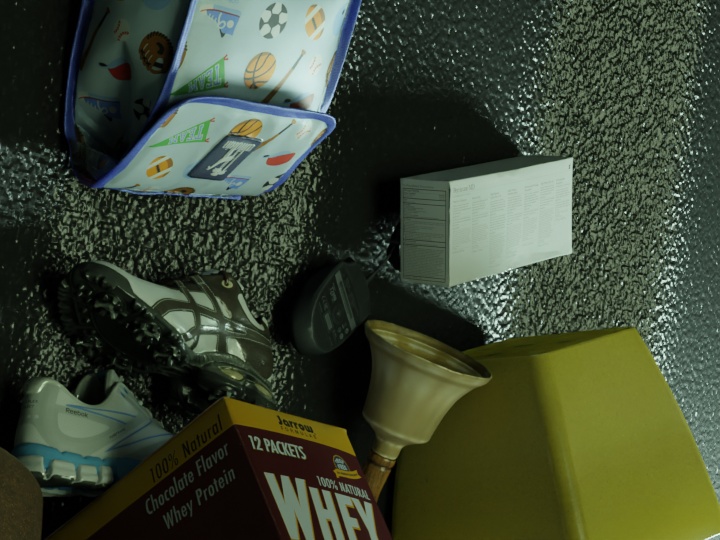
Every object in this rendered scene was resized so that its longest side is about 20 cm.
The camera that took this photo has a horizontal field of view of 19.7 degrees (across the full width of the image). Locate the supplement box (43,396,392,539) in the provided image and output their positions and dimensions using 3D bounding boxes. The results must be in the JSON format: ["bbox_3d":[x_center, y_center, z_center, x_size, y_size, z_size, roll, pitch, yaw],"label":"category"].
[{"bbox_3d":[-0.080,0.224,1.307,0.133,0.197,0.200,21,37,-51],"label":"supplement box"}]

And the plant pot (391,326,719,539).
[{"bbox_3d":[0.145,0.144,1.642,0.200,0.200,0.177,-12,94,-47],"label":"plant pot"}]

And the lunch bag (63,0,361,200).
[{"bbox_3d":[-0.097,-0.143,1.368,0.170,0.124,0.200,2,111,-50],"label":"lunch bag"}]

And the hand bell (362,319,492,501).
[{"bbox_3d":[0.012,0.149,1.566,0.104,0.104,0.200,14,102,-49],"label":"hand bell"}]

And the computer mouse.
[{"bbox_3d":[0.000,0.000,1.571,0.200,0.034,0.059,-43,127,-45],"label":"computer mouse"}]

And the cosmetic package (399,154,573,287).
[{"bbox_3d":[0.102,-0.043,1.644,0.200,0.051,0.083,-13,107,-56],"label":"cosmetic package"}]

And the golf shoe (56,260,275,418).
[{"bbox_3d":[-0.129,0.031,1.402,0.200,0.078,0.095,43,47,-45],"label":"golf shoe"}]

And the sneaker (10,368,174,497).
[{"bbox_3d":[-0.154,0.111,1.379,0.200,0.075,0.087,21,62,-55],"label":"sneaker"}]

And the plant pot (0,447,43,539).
[{"bbox_3d":[-0.264,0.197,1.198,0.187,0.187,0.200,58,40,-37],"label":"plant pot"}]
